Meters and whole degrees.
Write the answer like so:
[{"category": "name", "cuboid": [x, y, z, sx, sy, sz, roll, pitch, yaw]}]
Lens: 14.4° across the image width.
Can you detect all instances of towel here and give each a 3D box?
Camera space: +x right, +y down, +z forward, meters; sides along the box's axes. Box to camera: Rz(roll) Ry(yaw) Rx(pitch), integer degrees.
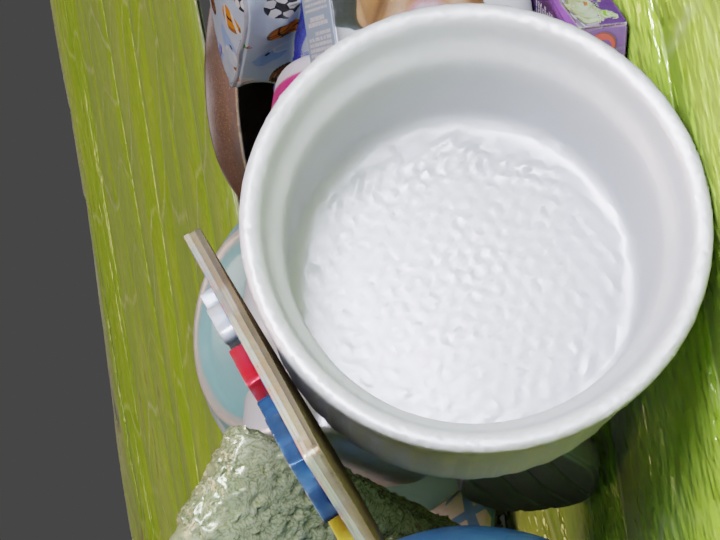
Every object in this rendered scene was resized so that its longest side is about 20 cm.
[{"category": "towel", "cuboid": [-0.026, 0.166, 1.391, 0.036, 0.200, 0.149, 27, 86, 49]}]

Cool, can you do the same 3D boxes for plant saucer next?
[{"category": "plant saucer", "cuboid": [-0.053, -0.123, 1.693, 0.200, 0.032, 0.201, 4, -90, -72]}]

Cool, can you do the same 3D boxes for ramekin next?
[{"category": "ramekin", "cuboid": [0.047, -0.006, 1.237, 0.098, 0.200, 0.201, 97, 162, -71]}]

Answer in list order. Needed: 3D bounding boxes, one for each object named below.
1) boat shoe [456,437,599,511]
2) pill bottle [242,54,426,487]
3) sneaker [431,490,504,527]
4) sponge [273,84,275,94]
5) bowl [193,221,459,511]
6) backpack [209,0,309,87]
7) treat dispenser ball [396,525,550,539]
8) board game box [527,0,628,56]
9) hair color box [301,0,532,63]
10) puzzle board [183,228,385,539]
[{"category": "boat shoe", "cuboid": [0.071, 0.064, 1.367, 0.200, 0.072, 0.062, 56, -151, -63]}, {"category": "pill bottle", "cuboid": [0.000, 0.000, 1.425, 0.113, 0.113, 0.200, 117, 161, -69]}, {"category": "sneaker", "cuboid": [0.035, 0.100, 1.626, 0.072, 0.072, 0.200, 118, 141, -67]}, {"category": "sponge", "cuboid": [-0.016, -0.044, 1.725, 0.112, 0.030, 0.200, -58, -34, -60]}, {"category": "bowl", "cuboid": [-0.018, 0.034, 1.557, 0.201, 0.105, 0.201, -12, 75, 51]}, {"category": "backpack", "cuboid": [-0.011, -0.187, 1.492, 0.200, 0.154, 0.191, 121, 149, -69]}, {"category": "treat dispenser ball", "cuboid": [0.053, 0.219, 1.318, 0.201, 0.200, 0.201, 172, 90, -78]}, {"category": "board game box", "cuboid": [0.092, -0.059, 1.374, 0.120, 0.032, 0.200, -110, 17, -54]}, {"category": "hair color box", "cuboid": [0.027, -0.120, 1.339, 0.061, 0.099, 0.200, -175, 77, -76]}, {"category": "puzzle board", "cuboid": [-0.019, 0.083, 1.232, 0.151, 0.017, 0.200, 60, 179, -32]}]
